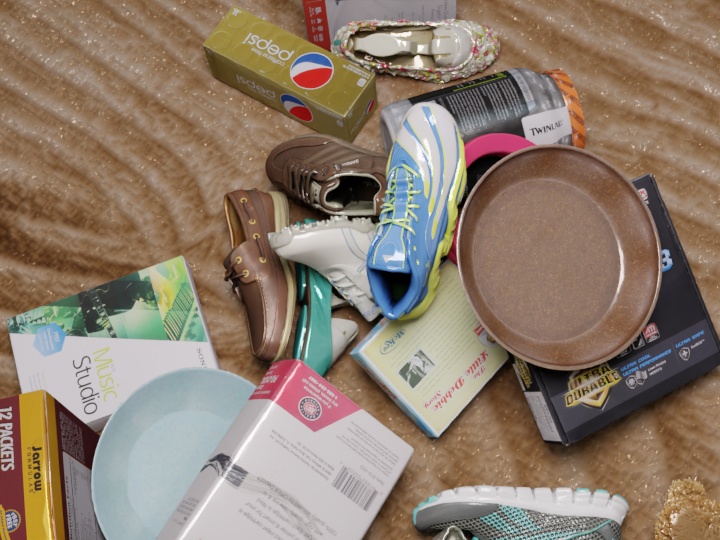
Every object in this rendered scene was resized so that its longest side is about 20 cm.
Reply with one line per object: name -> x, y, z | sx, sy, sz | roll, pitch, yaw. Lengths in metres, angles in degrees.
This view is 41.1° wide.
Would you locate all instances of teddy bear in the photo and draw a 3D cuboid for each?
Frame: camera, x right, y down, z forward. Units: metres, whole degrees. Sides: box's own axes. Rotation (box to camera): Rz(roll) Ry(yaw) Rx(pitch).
teddy bear -> 0.356, 0.263, 0.859 | 0.198, 0.067, 0.146 | 3, 75, -1

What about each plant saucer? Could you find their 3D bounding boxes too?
plant saucer -> 0.174, -0.011, 0.863 | 0.199, 0.037, 0.202 | 2, 81, -15
plant saucer -> -0.156, 0.194, 0.906 | 0.199, 0.039, 0.203 | 6, 76, -25

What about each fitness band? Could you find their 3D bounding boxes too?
fitness band -> 0.161, -0.044, 0.947 | 0.200, 0.037, 0.144 | 38, 75, -11

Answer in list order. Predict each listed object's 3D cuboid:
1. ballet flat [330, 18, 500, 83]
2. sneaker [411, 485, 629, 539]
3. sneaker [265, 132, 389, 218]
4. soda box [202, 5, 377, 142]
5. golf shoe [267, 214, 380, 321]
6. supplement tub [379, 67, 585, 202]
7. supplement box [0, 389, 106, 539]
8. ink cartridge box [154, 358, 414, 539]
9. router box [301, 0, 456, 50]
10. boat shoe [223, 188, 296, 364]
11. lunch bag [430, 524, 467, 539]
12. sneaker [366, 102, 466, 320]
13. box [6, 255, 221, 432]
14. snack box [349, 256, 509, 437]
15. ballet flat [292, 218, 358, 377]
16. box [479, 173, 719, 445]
ballet flat -> 0.065, -0.253, 1.101 | 0.198, 0.064, 0.076 | -3, 98, -1
sneaker -> 0.145, 0.244, 0.873 | 0.198, 0.078, 0.092 | 1, 69, 6
sneaker -> -0.033, -0.095, 0.978 | 0.199, 0.071, 0.075 | 11, 25, 35
soda box -> -0.081, -0.225, 1.109 | 0.199, 0.064, 0.068 | 29, 71, 17
golf shoe -> 0.000, 0.000, 0.953 | 0.199, 0.078, 0.098 | 6, 80, -34
supplement tub -> 0.129, -0.142, 1.023 | 0.198, 0.123, 0.123 | -16, 65, -2
supplement box -> -0.333, 0.217, 0.850 | 0.196, 0.200, 0.134 | -13, 64, -2
ink cartridge box -> -0.068, 0.204, 0.868 | 0.144, 0.084, 0.201 | 39, 70, -13
router box -> 0.018, -0.338, 1.078 | 0.178, 0.200, 0.049 | -8, 64, 1
boat shoe -> -0.110, 0.003, 0.992 | 0.067, 0.072, 0.202 | 9, 56, -26
lunch bag -> 0.042, 0.326, 0.791 | 0.117, 0.164, 0.200 | 37, 72, 13
sneaker -> 0.049, -0.046, 0.857 | 0.075, 0.105, 0.202 | 7, 105, 11
box -> -0.255, 0.083, 0.996 | 0.199, 0.036, 0.145 | -20, 66, -6
snack box -> 0.098, 0.054, 0.958 | 0.200, 0.037, 0.116 | -45, 96, -15
ballet flat -> -0.035, 0.039, 0.986 | 0.070, 0.067, 0.202 | 4, 67, -9
box -> 0.226, 0.034, 0.915 | 0.199, 0.050, 0.200 | -22, 91, -18
